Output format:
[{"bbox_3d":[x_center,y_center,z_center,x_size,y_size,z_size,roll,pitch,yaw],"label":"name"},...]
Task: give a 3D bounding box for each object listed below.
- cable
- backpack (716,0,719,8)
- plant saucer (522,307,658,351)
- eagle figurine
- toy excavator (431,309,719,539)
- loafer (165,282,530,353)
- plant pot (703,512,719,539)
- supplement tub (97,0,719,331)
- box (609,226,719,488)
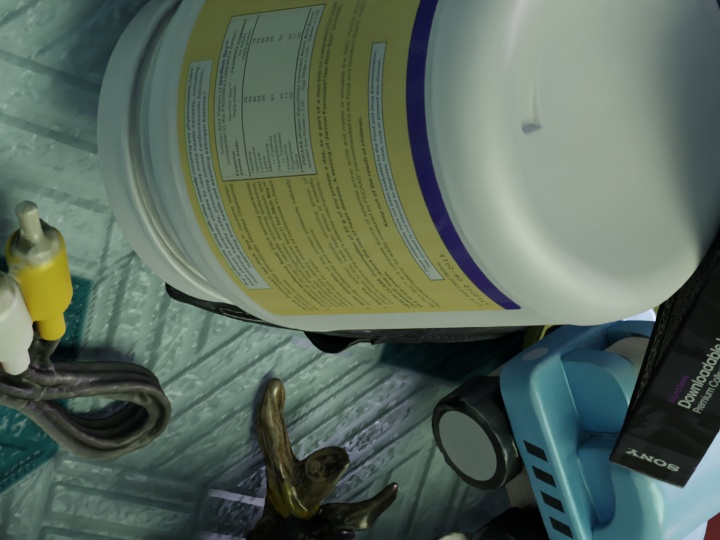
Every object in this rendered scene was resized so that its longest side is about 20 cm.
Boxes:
[{"bbox_3d":[-0.133,0.045,1.156,0.097,0.050,0.200,-38,146,-5],"label":"cable"},{"bbox_3d":[0.127,-0.177,1.097,0.200,0.154,0.191,-45,158,0],"label":"backpack"},{"bbox_3d":[0.152,0.001,1.424,0.199,0.031,0.200,-27,145,-21],"label":"plant saucer"},{"bbox_3d":[-0.033,0.179,1.293,0.151,0.201,0.152,-28,130,22],"label":"eagle figurine"},{"bbox_3d":[0.128,0.056,1.268,0.100,0.200,0.195,-30,110,-35],"label":"toy excavator"},{"bbox_3d":[0.000,0.000,1.235,0.200,0.068,0.070,13,128,-47],"label":"loafer"},{"bbox_3d":[0.166,0.175,1.478,0.177,0.201,0.200,-29,150,16],"label":"plant pot"},{"bbox_3d":[0.017,-0.052,1.038,0.145,0.199,0.146,2,87,-45],"label":"supplement tub"},{"bbox_3d":[0.148,-0.030,1.051,0.200,0.036,0.143,114,-1,-54],"label":"box"}]
